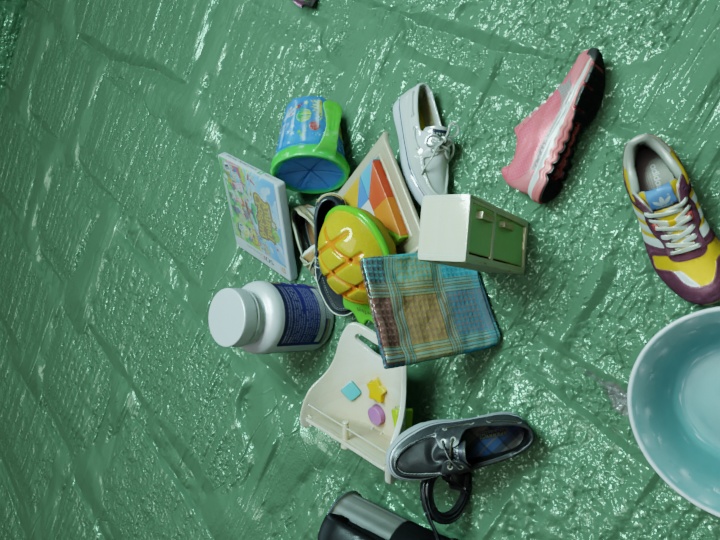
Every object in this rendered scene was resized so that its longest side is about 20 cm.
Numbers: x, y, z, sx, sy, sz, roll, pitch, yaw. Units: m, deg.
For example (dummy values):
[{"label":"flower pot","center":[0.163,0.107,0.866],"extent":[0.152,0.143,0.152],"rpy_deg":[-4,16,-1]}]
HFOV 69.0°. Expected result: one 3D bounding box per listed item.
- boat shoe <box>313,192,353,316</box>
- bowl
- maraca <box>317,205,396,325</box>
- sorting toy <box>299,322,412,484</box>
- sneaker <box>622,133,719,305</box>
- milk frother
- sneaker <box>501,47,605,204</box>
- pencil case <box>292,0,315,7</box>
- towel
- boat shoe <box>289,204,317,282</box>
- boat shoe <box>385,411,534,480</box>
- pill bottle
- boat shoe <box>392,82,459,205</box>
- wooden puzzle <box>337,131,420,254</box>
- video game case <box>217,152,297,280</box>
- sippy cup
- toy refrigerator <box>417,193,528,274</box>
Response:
[{"label":"boat shoe","center":[-0.042,-0.024,0.846],"extent":[0.073,0.062,0.204],"rpy_deg":[-6,93,2]},{"label":"bowl","center":[0.388,0.138,0.532],"extent":[0.198,0.104,0.205],"rpy_deg":[-3,85,36]},{"label":"maraca","center":[0.000,0.000,0.768],"extent":[0.136,0.106,0.203],"rpy_deg":[17,128,46]},{"label":"sorting toy","center":[0.014,0.179,0.790],"extent":[0.198,0.106,0.184],"rpy_deg":[16,103,44]},{"label":"sneaker","center":[0.346,-0.057,0.590],"extent":[0.074,0.089,0.203],"rpy_deg":[-28,69,31]},{"label":"milk frother","center":[0.054,0.362,0.766],"extent":[0.186,0.182,0.201],"rpy_deg":[8,48,36]},{"label":"sneaker","center":[0.247,-0.196,0.689],"extent":[0.086,0.073,0.203],"rpy_deg":[30,104,36]},{"label":"pencil case","center":[-0.082,-0.595,0.969],"extent":[0.087,0.087,0.202],"rpy_deg":[44,112,31]},{"label":"towel","center":[0.098,0.044,0.707],"extent":[0.022,0.197,0.149],"rpy_deg":[-34,66,53]},{"label":"boat shoe","center":[-0.073,-0.024,0.918],"extent":[0.074,0.068,0.202],"rpy_deg":[-37,65,28]},{"label":"boat shoe","center":[0.131,0.230,0.676],"extent":[0.196,0.066,0.071],"rpy_deg":[-8,84,-6]},{"label":"pill bottle","center":[-0.148,0.079,0.884],"extent":[0.118,0.199,0.122],"rpy_deg":[-4,83,36]},{"label":"boat shoe","center":[0.110,-0.193,0.789],"extent":[0.086,0.074,0.206],"rpy_deg":[-32,60,49]},{"label":"wooden puzzle","center":[0.019,-0.085,0.833],"extent":[0.185,0.037,0.203],"rpy_deg":[-43,58,54]},{"label":"video game case","center":[-0.191,-0.100,0.976],"extent":[0.181,0.022,0.203],"rpy_deg":[30,137,35]},{"label":"sippy cup","center":[-0.086,-0.224,0.915],"extent":[0.175,0.139,0.133],"rpy_deg":[-10,69,26]},{"label":"toy refrigerator","center":[0.153,-0.040,0.667],"extent":[0.069,0.199,0.078],"rpy_deg":[4,87,37]}]
